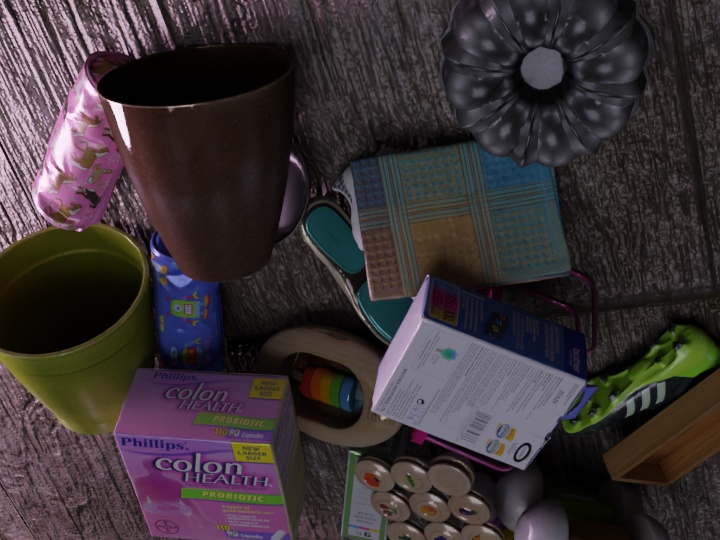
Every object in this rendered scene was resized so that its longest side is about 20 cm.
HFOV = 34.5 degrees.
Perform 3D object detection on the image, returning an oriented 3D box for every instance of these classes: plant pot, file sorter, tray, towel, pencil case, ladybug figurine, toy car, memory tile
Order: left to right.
[{"bbox_3d":[-0.318,0.082,1.334,0.200,0.201,0.193,3,138,13],"label":"plant pot"},{"bbox_3d":[-0.281,-0.133,1.224,0.083,0.087,0.200,9,134,-32],"label":"pencil case"},{"bbox_3d":[-0.194,0.043,1.325,0.086,0.078,0.201,5,126,4],"label":"pencil case"},{"bbox_3d":[-0.145,-0.097,1.129,0.186,0.187,0.201,1,117,14],"label":"plant pot"},{"bbox_3d":[-0.024,0.127,1.322,0.199,0.072,0.136,19,113,25],"label":"ladybug figurine"},{"bbox_3d":[0.086,0.284,1.312,0.153,0.017,0.200,-6,125,32],"label":"memory tile"},{"bbox_3d":[0.098,-0.053,1.140,0.199,0.022,0.147,-8,88,0],"label":"towel"},{"bbox_3d":[0.155,0.093,1.233,0.125,0.139,0.200,22,127,-5],"label":"file sorter"},{"bbox_3d":[0.242,0.319,1.323,0.174,0.200,0.151,11,105,-13],"label":"toy car"},{"bbox_3d":[0.369,0.168,1.265,0.098,0.037,0.200,13,136,-36],"label":"tray"}]

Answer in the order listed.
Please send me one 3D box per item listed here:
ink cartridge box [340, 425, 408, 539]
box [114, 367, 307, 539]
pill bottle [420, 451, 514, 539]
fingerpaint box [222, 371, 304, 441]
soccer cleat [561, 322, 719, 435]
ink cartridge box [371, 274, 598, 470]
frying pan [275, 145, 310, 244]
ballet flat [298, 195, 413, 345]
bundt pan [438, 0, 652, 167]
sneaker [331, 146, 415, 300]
[{"bbox_3d":[0.017,0.259,1.407,0.059,0.104,0.201,10,127,8],"label":"ink cartridge box"},{"bbox_3d":[-0.162,0.214,1.314,0.175,0.097,0.200,3,134,9],"label":"box"},{"bbox_3d":[0.139,0.319,1.416,0.104,0.104,0.200,-16,119,24],"label":"pill bottle"},{"bbox_3d":[-0.163,0.227,1.450,0.166,0.073,0.200,18,127,2],"label":"fingerpaint box"},{"bbox_3d":[0.307,0.132,1.267,0.081,0.068,0.200,32,127,-24],"label":"soccer cleat"},{"bbox_3d":[0.127,0.105,1.112,0.199,0.076,0.137,23,128,-5],"label":"ink cartridge box"},{"bbox_3d":[-0.122,-0.069,1.229,0.190,0.031,0.115,-26,73,34],"label":"frying pan"},{"bbox_3d":[0.000,0.000,1.253,0.069,0.070,0.200,-25,109,29],"label":"ballet flat"},{"bbox_3d":[0.166,-0.182,1.052,0.201,0.076,0.203,4,115,8],"label":"bundt pan"},{"bbox_3d":[0.044,-0.025,1.198,0.080,0.076,0.201,-27,88,29],"label":"sneaker"}]
